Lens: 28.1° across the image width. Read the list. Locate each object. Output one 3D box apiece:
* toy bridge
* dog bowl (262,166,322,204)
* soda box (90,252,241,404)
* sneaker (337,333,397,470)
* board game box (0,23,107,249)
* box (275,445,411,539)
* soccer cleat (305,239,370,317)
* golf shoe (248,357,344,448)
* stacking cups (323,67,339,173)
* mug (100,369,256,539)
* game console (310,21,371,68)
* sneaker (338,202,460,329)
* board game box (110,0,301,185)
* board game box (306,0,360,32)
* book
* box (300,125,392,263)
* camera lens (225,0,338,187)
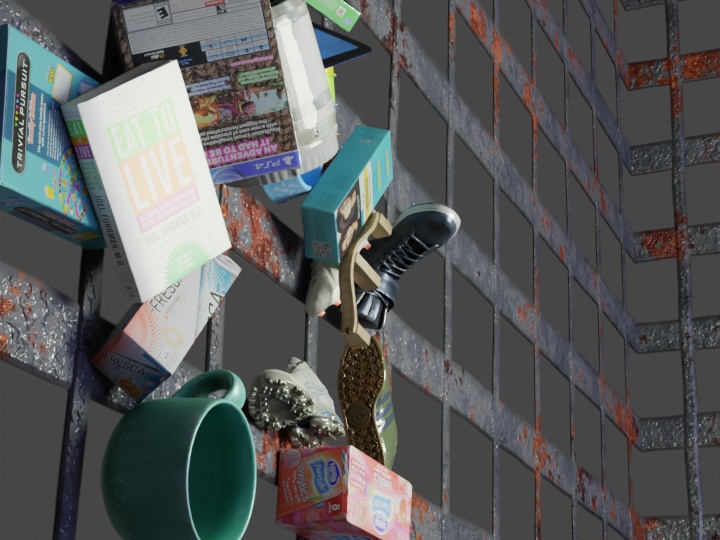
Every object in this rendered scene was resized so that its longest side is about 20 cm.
[{"bbox_3d":[0.000,0.000,1.863,0.067,0.027,0.201,47,43,-40],"label":"toy bridge"},{"bbox_3d":[-0.096,-0.187,1.824,0.111,0.049,0.201,-33,113,-65],"label":"dog bowl"},{"bbox_3d":[-0.196,0.044,1.475,0.068,0.064,0.200,43,36,-11],"label":"soda box"},{"bbox_3d":[0.012,0.192,1.964,0.090,0.067,0.202,41,44,-72],"label":"sneaker"},{"bbox_3d":[-0.291,-0.119,1.349,0.200,0.047,0.152,32,54,-61],"label":"board game box"},{"bbox_3d":[-0.018,0.292,1.805,0.200,0.102,0.095,43,45,-58],"label":"box"},{"bbox_3d":[-0.040,-0.018,1.904,0.078,0.069,0.201,42,45,-16],"label":"soccer cleat"},{"bbox_3d":[-0.089,0.146,1.746,0.200,0.078,0.098,52,21,-60],"label":"golf shoe"},{"bbox_3d":[-0.059,-0.200,1.922,0.060,0.060,0.202,-12,100,-67],"label":"stacking cups"},{"bbox_3d":[-0.180,0.197,1.426,0.185,0.114,0.153,-40,125,-65],"label":"mug"},{"bbox_3d":[-0.084,-0.339,1.811,0.200,0.118,0.172,-37,117,-65],"label":"game console"},{"bbox_3d":[0.048,0.000,1.936,0.077,0.202,0.147,37,48,-24],"label":"sneaker"},{"bbox_3d":[-0.161,-0.194,1.495,0.097,0.158,0.201,-123,-158,-74],"label":"board game box"},{"bbox_3d":[-0.104,-0.360,1.694,0.200,0.135,0.029,31,97,-36],"label":"board game box"},{"bbox_3d":[-0.208,-0.088,1.400,0.133,0.048,0.201,-37,118,-45],"label":"book"},{"bbox_3d":[-0.015,-0.102,1.876,0.200,0.049,0.083,-59,153,-46],"label":"box"},{"bbox_3d":[-0.119,-0.214,1.637,0.160,0.159,0.201,-53,132,-58],"label":"camera lens"}]
